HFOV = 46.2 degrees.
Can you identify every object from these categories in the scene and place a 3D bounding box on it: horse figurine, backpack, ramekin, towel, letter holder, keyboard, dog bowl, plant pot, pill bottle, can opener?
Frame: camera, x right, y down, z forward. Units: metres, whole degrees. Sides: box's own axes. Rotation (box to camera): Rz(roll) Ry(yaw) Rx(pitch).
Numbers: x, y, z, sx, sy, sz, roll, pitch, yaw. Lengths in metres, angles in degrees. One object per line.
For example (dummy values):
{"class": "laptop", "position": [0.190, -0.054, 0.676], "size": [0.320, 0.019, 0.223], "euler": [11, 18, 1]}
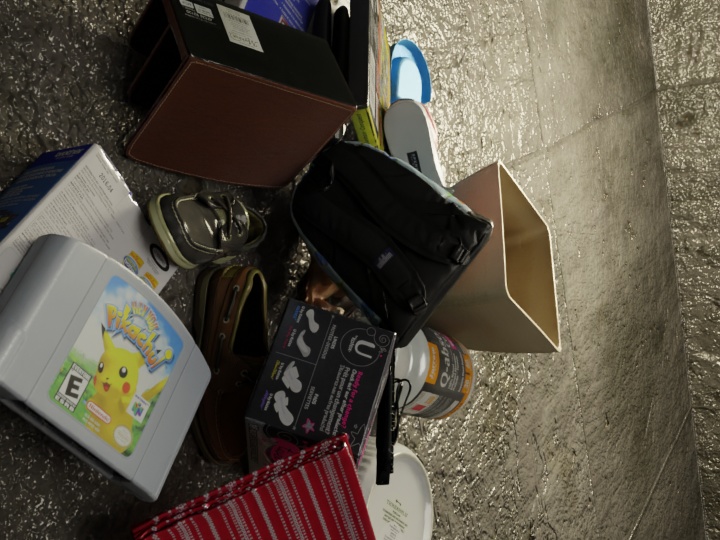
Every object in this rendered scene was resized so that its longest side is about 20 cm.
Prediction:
{"class": "horse figurine", "position": [-0.022, -0.030, 0.989], "size": [0.131, 0.050, 0.203], "euler": [-3, 66, -21]}
{"class": "backpack", "position": [0.018, -0.042, 0.885], "size": [0.164, 0.199, 0.154], "euler": [-52, 173, 1]}
{"class": "ramekin", "position": [0.005, 0.292, 0.999], "size": [0.199, 0.104, 0.203], "euler": [7, 82, -57]}
{"class": "towel", "position": [-0.084, 0.235, 0.721], "size": [0.198, 0.022, 0.146], "euler": [-22, 119, -14]}
{"class": "letter holder", "position": [-0.130, -0.169, 0.832], "size": [0.198, 0.142, 0.101], "euler": [7, 50, -44]}
{"class": "keyboard", "position": [0.040, 0.130, 0.922], "size": [0.105, 0.039, 0.202], "euler": [99, -4, -56]}
{"class": "dog bowl", "position": [0.047, -0.213, 1.156], "size": [0.111, 0.049, 0.203], "euler": [21, 70, -55]}
{"class": "plant pot", "position": [0.154, 0.004, 1.168], "size": [0.199, 0.175, 0.203], "euler": [39, 43, -48]}
{"class": "pill bottle", "position": [0.058, 0.124, 1.084], "size": [0.199, 0.115, 0.118], "euler": [24, 68, -54]}
{"class": "can opener", "position": [-0.032, -0.215, 0.950], "size": [0.063, 0.078, 0.203], "euler": [28, 57, -44]}

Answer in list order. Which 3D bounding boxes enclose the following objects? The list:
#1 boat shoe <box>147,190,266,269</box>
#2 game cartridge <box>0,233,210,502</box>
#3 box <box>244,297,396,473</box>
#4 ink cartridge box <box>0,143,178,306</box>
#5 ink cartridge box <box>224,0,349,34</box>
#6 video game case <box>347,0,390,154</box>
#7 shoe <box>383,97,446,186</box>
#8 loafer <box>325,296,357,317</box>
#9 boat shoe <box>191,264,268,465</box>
{"class": "boat shoe", "position": [-0.135, -0.044, 0.782], "size": [0.201, 0.065, 0.073], "euler": [10, 58, -83]}
{"class": "game cartridge", "position": [-0.193, 0.072, 0.644], "size": [0.201, 0.040, 0.135], "euler": [55, 41, -42]}
{"class": "box", "position": [-0.042, 0.143, 0.848], "size": [0.201, 0.113, 0.133], "euler": [99, 8, -60]}
{"class": "ink cartridge box", "position": [-0.235, -0.005, 0.679], "size": [0.201, 0.075, 0.137], "euler": [-60, 136, -38]}
{"class": "ink cartridge box", "position": [-0.075, -0.274, 0.979], "size": [0.198, 0.046, 0.202], "euler": [47, 49, -43]}
{"class": "video game case", "position": [0.012, -0.230, 0.991], "size": [0.181, 0.025, 0.203], "euler": [66, 23, -67]}
{"class": "shoe", "position": [0.074, -0.108, 1.027], "size": [0.091, 0.070, 0.203], "euler": [-46, 126, -73]}
{"class": "loafer", "position": [0.000, 0.000, 1.045], "size": [0.200, 0.070, 0.074], "euler": [-52, 129, -45]}
{"class": "boat shoe", "position": [-0.127, 0.095, 0.844], "size": [0.072, 0.067, 0.203], "euler": [-4, 91, -57]}
